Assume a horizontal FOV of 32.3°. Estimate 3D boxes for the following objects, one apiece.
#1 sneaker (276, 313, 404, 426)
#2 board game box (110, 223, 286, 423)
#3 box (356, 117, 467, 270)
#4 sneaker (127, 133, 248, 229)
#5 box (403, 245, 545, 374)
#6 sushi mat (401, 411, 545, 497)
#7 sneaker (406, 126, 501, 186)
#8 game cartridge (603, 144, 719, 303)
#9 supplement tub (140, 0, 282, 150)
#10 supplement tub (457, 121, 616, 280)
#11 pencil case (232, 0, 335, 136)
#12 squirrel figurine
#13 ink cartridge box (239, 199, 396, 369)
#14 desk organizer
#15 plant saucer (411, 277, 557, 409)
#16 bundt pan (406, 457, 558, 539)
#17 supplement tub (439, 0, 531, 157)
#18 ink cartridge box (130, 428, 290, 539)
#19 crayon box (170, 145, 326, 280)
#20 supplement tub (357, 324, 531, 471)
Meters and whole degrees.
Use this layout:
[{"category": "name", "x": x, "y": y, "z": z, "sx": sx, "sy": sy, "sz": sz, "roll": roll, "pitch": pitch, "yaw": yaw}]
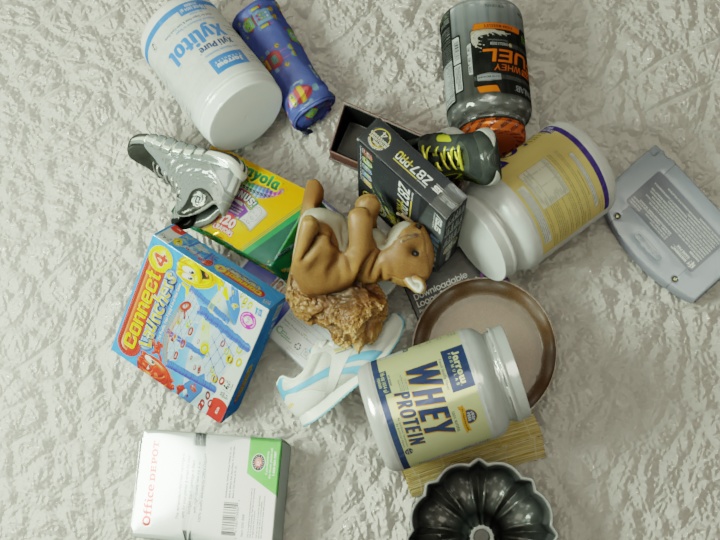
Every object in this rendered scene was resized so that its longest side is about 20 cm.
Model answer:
[{"category": "sneaker", "x": -0.023, "y": 0.119, "z": 1.688, "sx": 0.199, "sy": 0.077, "sz": 0.081, "roll": -40, "pitch": 89, "yaw": -10}, {"category": "board game box", "x": -0.226, "y": 0.074, "z": 1.714, "sx": 0.194, "sy": 0.056, "sz": 0.202, "roll": 31, "pitch": 116, "yaw": 12}, {"category": "box", "x": 0.066, "y": -0.099, "z": 1.663, "sx": 0.161, "sy": 0.200, "sz": 0.049, "roll": 42, "pitch": 76, "yaw": 12}, {"category": "sneaker", "x": -0.260, "y": -0.119, "z": 1.743, "sx": 0.197, "sy": 0.075, "sz": 0.117, "roll": 13, "pitch": 76, "yaw": 26}, {"category": "box", "x": 0.154, "y": 0.067, "z": 1.736, "sx": 0.141, "sy": 0.036, "sz": 0.202, "roll": -24, "pitch": 75, "yaw": 1}, {"category": "sushi mat", "x": 0.150, "y": 0.249, "z": 1.676, "sx": 0.197, "sy": 0.097, "sz": 0.012, "roll": -17, "pitch": 40, "yaw": 2}, {"category": "sneaker", "x": 0.119, "y": -0.143, "z": 1.625, "sx": 0.083, "sy": 0.200, "sz": 0.076, "roll": -13, "pitch": 101, "yaw": -18}, {"category": "game cartridge", "x": 0.430, "y": -0.060, "z": 1.734, "sx": 0.133, "sy": 0.042, "sz": 0.201, "roll": -40, "pitch": 77, "yaw": 1}, {"category": "supplement tub", "x": -0.215, "y": -0.286, "z": 1.783, "sx": 0.131, "sy": 0.132, "sz": 0.201, "roll": -39, "pitch": 64, "yaw": -3}, {"category": "supplement tub", "x": 0.232, "y": -0.092, "z": 1.687, "sx": 0.199, "sy": 0.146, "sz": 0.146, "roll": -34, "pitch": 76, "yaw": -16}, {"category": "pencil case", "x": -0.108, "y": -0.300, "z": 1.819, "sx": 0.078, "sy": 0.087, "sz": 0.202, "roll": -37, "pitch": 74, "yaw": 22}, {"category": "squirrel figurine", "x": 0.000, "y": 0.000, "z": 1.647, "sx": 0.183, "sy": 0.142, "sz": 0.203, "roll": 11, "pitch": 108, "yaw": -5}, {"category": "ink cartridge box", "x": -0.065, "y": 0.020, "z": 1.766, "sx": 0.197, "sy": 0.047, "sz": 0.200, "roll": 40, "pitch": 84, "yaw": 13}, {"category": "desk organizer", "x": 0.052, "y": -0.163, "z": 1.773, "sx": 0.198, "sy": 0.077, "sz": 0.073, "roll": 24, "pitch": 81, "yaw": 10}, {"category": "plant saucer", "x": 0.168, "y": 0.112, "z": 1.692, "sx": 0.196, "sy": 0.032, "sz": 0.204, "roll": -1, "pitch": 78, "yaw": 6}, {"category": "bundt pan", "x": 0.160, "y": 0.352, "z": 1.650, "sx": 0.198, "sy": 0.076, "sz": 0.206, "roll": -1, "pitch": 83, "yaw": 4}, {"category": "supplement tub", "x": 0.177, "y": -0.269, "z": 1.750, "sx": 0.120, "sy": 0.123, "sz": 0.203, "roll": -5, "pitch": 72, "yaw": 5}, {"category": "ink cartridge box", "x": -0.203, "y": 0.298, "z": 1.700, "sx": 0.196, "sy": 0.084, "sz": 0.149, "roll": 4, "pitch": 79, "yaw": 7}, {"category": "crayon box", "x": -0.157, "y": -0.084, "z": 1.760, "sx": 0.198, "sy": 0.058, "sz": 0.120, "roll": 27, "pitch": 81, "yaw": 30}, {"category": "supplement tub", "x": 0.107, "y": 0.161, "z": 1.600, "sx": 0.197, "sy": 0.145, "sz": 0.147, "roll": -19, "pitch": 77, "yaw": 3}]
